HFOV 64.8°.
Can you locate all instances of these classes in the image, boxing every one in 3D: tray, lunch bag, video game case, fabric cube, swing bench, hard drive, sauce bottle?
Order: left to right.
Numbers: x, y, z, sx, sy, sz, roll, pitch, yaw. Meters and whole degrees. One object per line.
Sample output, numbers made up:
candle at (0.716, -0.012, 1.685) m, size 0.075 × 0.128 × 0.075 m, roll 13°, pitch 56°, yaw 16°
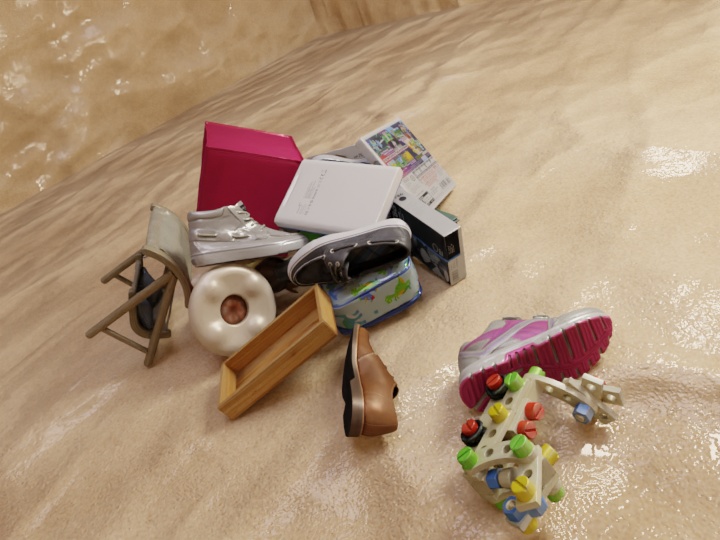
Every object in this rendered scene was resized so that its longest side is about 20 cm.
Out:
swing bench at (-0.372, 0.019, 1.016) m, size 0.201 × 0.129 × 0.200 m, roll -50°, pitch 28°, yaw 13°
fabric cube at (-0.234, -0.170, 1.169) m, size 0.192 × 0.203 × 0.201 m, roll 7°, pitch 25°, yaw -18°
sauce bottle at (-0.166, 0.012, 0.995) m, size 0.198 × 0.065 × 0.065 m, roll -12°, pitch 28°, yaw 44°
tray at (-0.121, 0.116, 0.814) m, size 0.199 × 0.037 × 0.099 m, roll -40°, pitch 28°, yaw 12°
hard drive at (-0.039, -0.121, 0.948) m, size 0.197 × 0.025 × 0.134 m, roll 11°, pitch 67°, yaw 31°
lunch bag at (0.000, 0.000, 0.918) m, size 0.158 × 0.083 × 0.201 m, roll -27°, pitch 37°, yaw 0°
video game case at (0.092, -0.198, 1.078) m, size 0.023 × 0.183 × 0.200 m, roll -40°, pitch 2°, yaw 35°

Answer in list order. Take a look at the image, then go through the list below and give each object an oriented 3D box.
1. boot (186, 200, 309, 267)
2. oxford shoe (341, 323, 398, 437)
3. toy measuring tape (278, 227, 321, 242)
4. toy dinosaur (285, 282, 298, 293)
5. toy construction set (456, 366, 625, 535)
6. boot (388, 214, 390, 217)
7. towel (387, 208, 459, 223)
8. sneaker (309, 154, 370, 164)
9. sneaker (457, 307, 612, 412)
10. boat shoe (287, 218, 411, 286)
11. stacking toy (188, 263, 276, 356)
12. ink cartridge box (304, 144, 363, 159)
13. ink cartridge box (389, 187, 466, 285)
boot at (-0.182, -0.067, 0.928) m, size 0.196 × 0.098 × 0.073 m, roll -9°, pitch 0°, yaw -24°
oxford shoe at (0.012, 0.142, 0.743) m, size 0.070 × 0.073 × 0.201 m, roll 7°, pitch 30°, yaw -8°
toy measuring tape at (-0.093, -0.062, 1.071) m, size 0.072 × 0.075 × 0.200 m, roll -12°, pitch 3°, yaw 14°
toy dinosaur at (-0.126, 0.007, 1.052) m, size 0.196 × 0.062 × 0.106 m, roll -15°, pitch 6°, yaw 4°
toy construction set at (0.173, 0.160, 0.568) m, size 0.199 × 0.093 × 0.130 m, roll -33°, pitch 7°, yaw -34°
boot at (-0.035, -0.114, 1.123) m, size 0.197 × 0.074 × 0.090 m, roll -6°, pitch 17°, yaw 37°
towel at (0.068, -0.061, 1.056) m, size 0.198 × 0.022 × 0.146 m, roll -32°, pitch 31°, yaw -14°
sneaker at (0.004, -0.168, 1.063) m, size 0.195 × 0.071 × 0.109 m, roll -1°, pitch 34°, yaw -14°
sneaker at (0.199, 0.086, 0.678) m, size 0.196 × 0.083 × 0.089 m, roll -20°, pitch 32°, yaw 1°
boat shoe at (-0.016, -0.012, 0.831) m, size 0.196 × 0.071 × 0.067 m, roll -17°, pitch 38°, yaw 7°
stacking toy at (-0.241, 0.066, 0.979) m, size 0.145 × 0.148 × 0.199 m, roll -37°, pitch 15°, yaw -26°
ink cartridge box at (-0.018, -0.225, 1.238) m, size 0.143 × 0.088 × 0.200 m, roll -10°, pitch 11°, yaw 19°
ink cartridge box at (0.097, -0.066, 0.938) m, size 0.039 × 0.101 × 0.200 m, roll -28°, pitch 39°, yaw -15°
